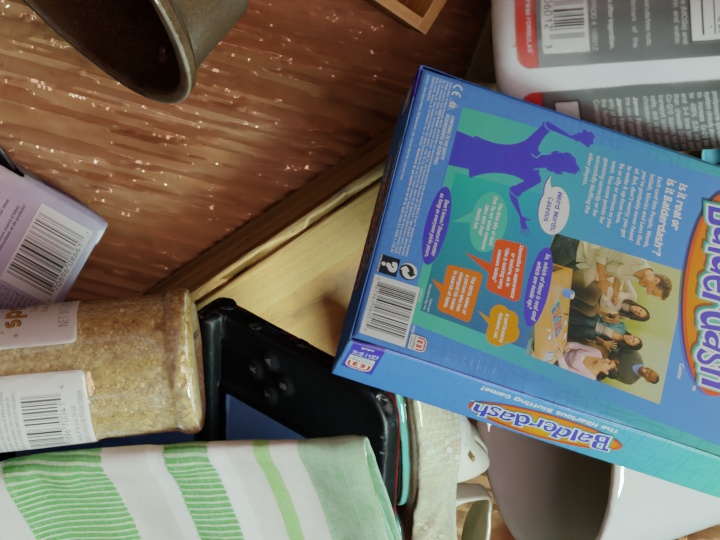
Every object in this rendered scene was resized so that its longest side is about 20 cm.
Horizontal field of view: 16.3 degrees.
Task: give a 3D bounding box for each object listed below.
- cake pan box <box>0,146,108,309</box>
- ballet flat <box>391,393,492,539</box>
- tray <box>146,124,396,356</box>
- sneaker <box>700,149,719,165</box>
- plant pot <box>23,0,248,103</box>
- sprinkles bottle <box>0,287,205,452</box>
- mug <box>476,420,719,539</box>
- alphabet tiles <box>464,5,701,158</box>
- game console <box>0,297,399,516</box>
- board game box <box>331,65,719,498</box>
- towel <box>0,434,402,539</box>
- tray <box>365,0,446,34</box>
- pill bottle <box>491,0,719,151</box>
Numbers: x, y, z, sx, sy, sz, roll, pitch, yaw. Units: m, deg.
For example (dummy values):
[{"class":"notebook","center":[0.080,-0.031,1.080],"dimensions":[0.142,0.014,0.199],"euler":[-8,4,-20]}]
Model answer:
[{"class":"cake pan box","center":[-0.244,0.009,1.201],"dimensions":[0.183,0.052,0.201],"euler":[28,92,-28]},{"class":"ballet flat","center":[0.038,0.108,1.310],"dimensions":[0.062,0.068,0.201],"euler":[-13,135,-14]},{"class":"tray","center":[0.000,0.000,1.299],"dimensions":[0.199,0.037,0.099],"euler":[-35,114,-10]},{"class":"sneaker","center":[0.230,-0.061,1.355],"dimensions":[0.201,0.074,0.082],"euler":[-54,135,-2]},{"class":"plant pot","center":[-0.081,-0.217,1.142],"dimensions":[0.198,0.200,0.201],"euler":[-45,115,-15]},{"class":"sprinkles bottle","center":[-0.172,0.051,1.143],"dimensions":[0.198,0.068,0.069],"euler":[-6,106,0]},{"class":"mug","center":[0.163,0.058,1.285],"dimensions":[0.152,0.150,0.187],"euler":[-6,135,-24]},{"class":"alphabet tiles","center":[0.140,-0.117,1.350],"dimensions":[0.165,0.006,0.201],"euler":[16,97,-25]},{"class":"game console","center":[-0.082,0.128,1.232],"dimensions":[0.118,0.172,0.201],"euler":[-33,138,-40]},{"class":"board game box","center":[0.100,0.005,1.192],"dimensions":[0.199,0.045,0.153],"euler":[18,63,-5]},{"class":"towel","center":[-0.080,0.130,1.183],"dimensions":[0.198,0.024,0.153],"euler":[-3,141,12]},{"class":"tray","center":[0.041,-0.232,1.264],"dimensions":[0.098,0.037,0.201],"euler":[31,91,-26]},{"class":"pill bottle","center":[0.170,-0.118,1.251],"dimensions":[0.198,0.116,0.117],"euler":[-3,107,12]}]
